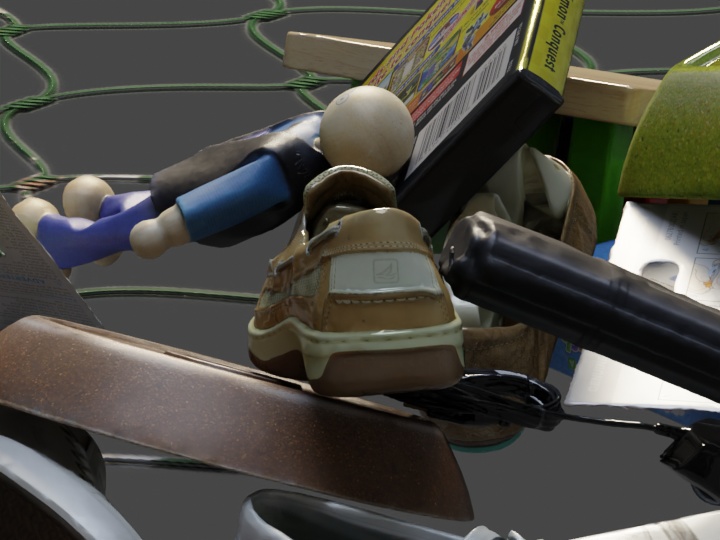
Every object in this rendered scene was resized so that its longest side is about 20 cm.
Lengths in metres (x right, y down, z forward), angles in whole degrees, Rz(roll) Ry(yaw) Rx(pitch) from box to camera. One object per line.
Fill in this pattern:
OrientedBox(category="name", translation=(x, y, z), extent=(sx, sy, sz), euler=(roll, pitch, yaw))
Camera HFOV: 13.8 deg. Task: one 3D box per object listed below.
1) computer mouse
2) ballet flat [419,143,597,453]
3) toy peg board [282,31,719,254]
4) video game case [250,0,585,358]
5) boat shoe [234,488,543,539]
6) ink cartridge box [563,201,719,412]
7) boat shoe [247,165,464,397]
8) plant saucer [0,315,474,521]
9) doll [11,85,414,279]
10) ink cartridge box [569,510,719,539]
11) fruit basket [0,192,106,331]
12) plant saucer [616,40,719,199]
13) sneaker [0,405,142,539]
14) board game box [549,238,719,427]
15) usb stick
OrientedBox(category="computer mouse", translation=(0.104, 0.070, 1.112), extent=(0.200, 0.034, 0.059), euler=(14, 13, 6))
OrientedBox(category="ballet flat", translation=(0.058, -0.009, 1.256), extent=(0.068, 0.072, 0.200), euler=(0, 35, 17))
OrientedBox(category="toy peg board", translation=(0.091, -0.052, 1.475), extent=(0.200, 0.098, 0.199), euler=(12, 7, 34))
OrientedBox(category="video game case", translation=(0.033, -0.069, 1.294), extent=(0.025, 0.200, 0.181), euler=(34, 38, -14))
OrientedBox(category="boat shoe", translation=(0.039, 0.117, 0.966), extent=(0.200, 0.067, 0.074), euler=(8, 21, 25))
OrientedBox(category="ink cartridge box", translation=(0.195, 0.032, 1.207), extent=(0.200, 0.050, 0.161), euler=(0, 31, 15))
OrientedBox(category="boat shoe", translation=(0.000, 0.000, 1.071), extent=(0.071, 0.076, 0.200), euler=(-6, 3, -12))
OrientedBox(category="plant saucer", translation=(-0.051, 0.051, 1.098), extent=(0.200, 0.035, 0.200), euler=(14, -1, 0))
OrientedBox(category="doll", translation=(-0.059, -0.034, 1.275), extent=(0.200, 0.049, 0.136), euler=(-16, 8, 36))
OrientedBox(category="ink cartridge box", translation=(0.097, 0.142, 0.826), extent=(0.200, 0.084, 0.145), euler=(-9, 31, -24))
OrientedBox(category="fruit basket", translation=(-0.208, -0.025, 1.262), extent=(0.185, 0.094, 0.200), euler=(7, -22, 25))
OrientedBox(category="plant saucer", translation=(0.226, -0.093, 1.247), extent=(0.199, 0.048, 0.200), euler=(-29, 16, -24))
OrientedBox(category="sneaker", translation=(-0.114, 0.080, 1.074), extent=(0.085, 0.073, 0.200), euler=(-16, 22, -32))
OrientedBox(category="board game box", translation=(0.177, 0.014, 1.320), extent=(0.200, 0.037, 0.151), euler=(-15, 23, -33))
OrientedBox(category="usb stick", translation=(0.122, 0.028, 1.083), extent=(0.200, 0.033, 0.055), euler=(22, 5, -9))
